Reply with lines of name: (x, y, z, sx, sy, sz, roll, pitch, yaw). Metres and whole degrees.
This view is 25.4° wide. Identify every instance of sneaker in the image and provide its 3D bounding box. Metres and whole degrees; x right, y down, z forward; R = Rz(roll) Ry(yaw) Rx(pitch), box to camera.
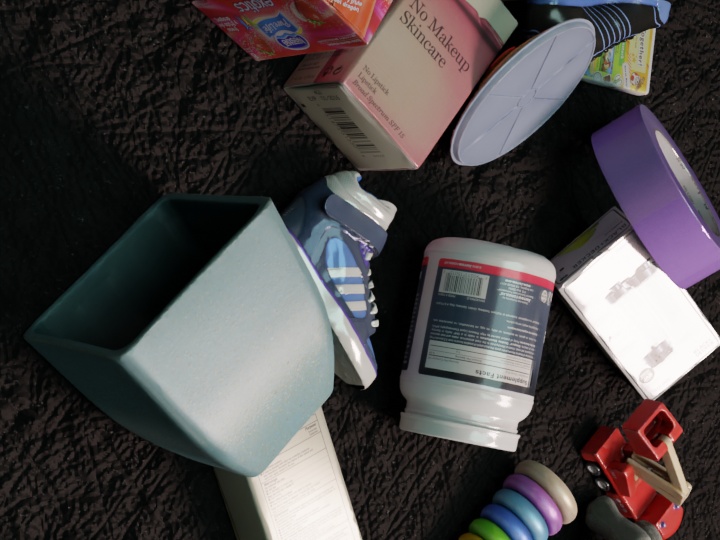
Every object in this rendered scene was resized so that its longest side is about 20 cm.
sneaker: (0.255, -0.265, 1.747, 0.199, 0.070, 0.079, -2, 101, -32)
sneaker: (0.000, 0.000, 1.591, 0.146, 0.080, 0.201, -38, 108, -23)

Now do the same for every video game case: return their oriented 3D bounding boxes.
video game case: (0.266, -0.313, 1.803, 0.181, 0.023, 0.202, 9, 86, -35)

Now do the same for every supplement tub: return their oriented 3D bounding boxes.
supplement tub: (0.118, 0.076, 1.644, 0.140, 0.140, 0.201, 15, 84, -35)

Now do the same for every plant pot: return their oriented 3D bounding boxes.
plant pot: (-0.137, 0.071, 1.428, 0.196, 0.195, 0.200, -48, 118, -24)

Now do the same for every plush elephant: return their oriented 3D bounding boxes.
plush elephant: (0.308, 0.376, 1.794, 0.165, 0.199, 0.155, -47, 136, -32)

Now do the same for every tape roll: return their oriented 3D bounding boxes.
tape roll: (0.334, -0.082, 1.763, 0.200, 0.065, 0.201, 49, 21, -27)

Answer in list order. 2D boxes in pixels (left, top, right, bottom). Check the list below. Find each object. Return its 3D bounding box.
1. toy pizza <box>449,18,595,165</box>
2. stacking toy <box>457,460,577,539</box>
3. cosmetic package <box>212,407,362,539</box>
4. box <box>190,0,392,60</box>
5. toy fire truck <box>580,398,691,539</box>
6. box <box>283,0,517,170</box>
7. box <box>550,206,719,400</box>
toy pizza: (0.164, -0.189, 1.663, 0.200, 0.201, 0.032, -30, 67, -31)
stacking toy: (0.140, 0.298, 1.716, 0.200, 0.085, 0.086, -42, 115, -20)
cosmetic package: (-0.069, 0.232, 1.560, 0.103, 0.073, 0.201, -25, 106, -32)
box: (-0.055, -0.265, 1.466, 0.095, 0.200, 0.100, 39, 70, -29)
toy fire truck: (0.324, 0.229, 1.799, 0.049, 0.141, 0.201, -45, 116, -25)
box: (0.041, -0.214, 1.593, 0.128, 0.109, 0.201, 45, 68, -27)
box: (0.306, 0.040, 1.800, 0.117, 0.060, 0.200, -41, 117, 2)
